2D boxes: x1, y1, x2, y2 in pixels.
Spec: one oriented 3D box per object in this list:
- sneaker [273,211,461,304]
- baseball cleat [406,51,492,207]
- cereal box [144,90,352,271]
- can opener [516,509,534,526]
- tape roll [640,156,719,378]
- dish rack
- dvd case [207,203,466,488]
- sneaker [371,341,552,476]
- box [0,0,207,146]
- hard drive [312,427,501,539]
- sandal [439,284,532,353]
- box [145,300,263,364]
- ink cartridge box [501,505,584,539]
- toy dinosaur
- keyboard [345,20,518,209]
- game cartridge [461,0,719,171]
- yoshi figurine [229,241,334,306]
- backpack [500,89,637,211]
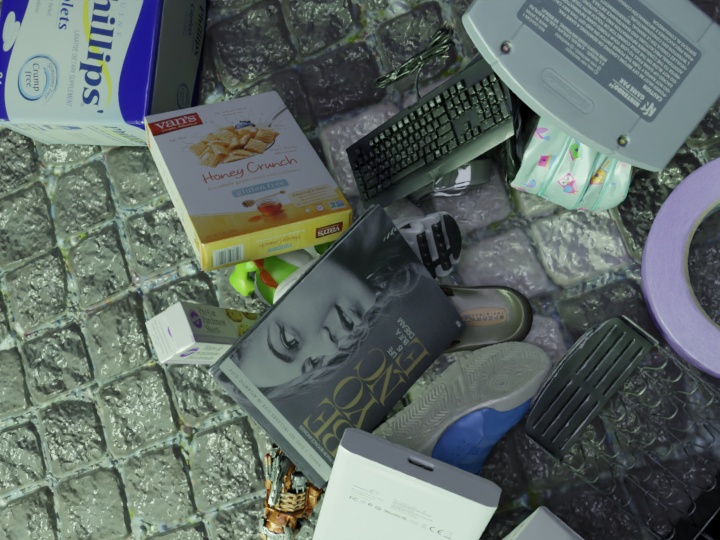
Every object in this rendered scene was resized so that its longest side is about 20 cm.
[{"bbox_3d":[0.000,0.000,0.763,0.081,0.199,0.076,19,126,51],"label":"sneaker"},{"bbox_3d":[0.112,-0.145,0.802,0.200,0.070,0.107,-44,80,17],"label":"baseball cleat"},{"bbox_3d":[-0.111,-0.093,0.785,0.143,0.040,0.201,-16,49,-20],"label":"cereal box"},{"bbox_3d":[0.215,0.285,0.710,0.199,0.067,0.054,32,91,17],"label":"can opener"},{"bbox_3d":[0.348,-0.001,0.711,0.198,0.066,0.202,-2,82,16],"label":"tape roll"},{"bbox_3d":[0.250,0.143,0.706,0.200,0.055,0.154,38,93,1],"label":"dish rack"},{"bbox_3d":[-0.012,0.065,0.705,0.200,0.016,0.149,-45,116,-15],"label":"dvd case"},{"bbox_3d":[0.098,0.155,0.760,0.199,0.112,0.077,-34,39,-17],"label":"sneaker"},{"bbox_3d":[-0.283,-0.236,0.898,0.198,0.105,0.186,4,84,15],"label":"box"},{"bbox_3d":[0.030,0.222,0.711,0.131,0.201,0.026,20,45,6],"label":"hard drive"},{"bbox_3d":[0.064,0.054,0.789,0.198,0.055,0.082,-6,81,15],"label":"sandal"},{"bbox_3d":[-0.124,0.062,0.765,0.039,0.200,0.042,-30,74,13],"label":"box"},{"bbox_3d":[0.129,0.307,0.640,0.146,0.200,0.147,40,65,16],"label":"ink cartridge box"},{"bbox_3d":[-0.041,0.153,0.759,0.102,0.136,0.201,36,101,14],"label":"toy dinosaur"},{"bbox_3d":[0.054,-0.144,0.754,0.199,0.020,0.128,-26,73,44],"label":"keyboard"},{"bbox_3d":[0.185,-0.175,0.643,0.199,0.041,0.133,37,93,-6],"label":"game cartridge"},{"bbox_3d":[-0.079,-0.017,0.833,0.111,0.113,0.201,-17,58,-27],"label":"yoshi figurine"},{"bbox_3d":[0.201,-0.156,0.730,0.126,0.167,0.202,20,95,12],"label":"backpack"}]
